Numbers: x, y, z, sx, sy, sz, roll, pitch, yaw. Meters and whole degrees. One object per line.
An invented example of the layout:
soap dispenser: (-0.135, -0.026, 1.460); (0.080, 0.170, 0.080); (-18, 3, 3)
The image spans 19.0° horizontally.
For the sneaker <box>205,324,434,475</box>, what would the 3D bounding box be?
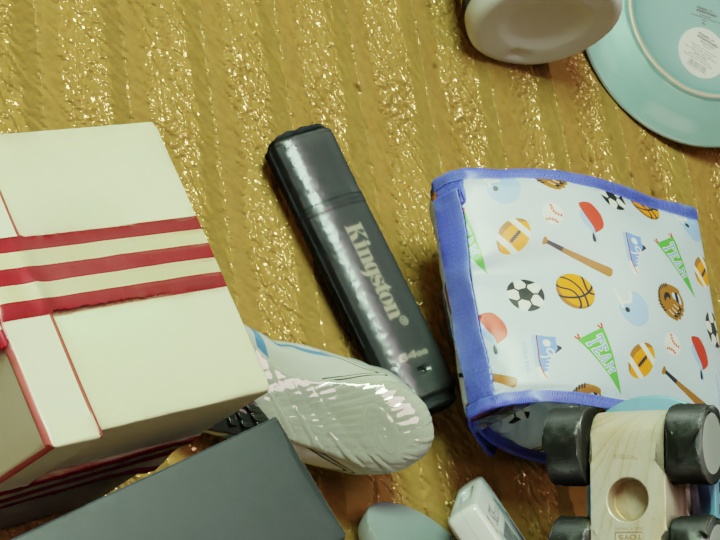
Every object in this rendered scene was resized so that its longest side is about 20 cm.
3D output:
sneaker: (-0.054, 0.070, 1.252); (0.199, 0.072, 0.072); (21, 79, -14)

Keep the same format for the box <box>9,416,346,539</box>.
box: (-0.126, 0.162, 1.068); (0.200, 0.141, 0.079); (-22, 79, -46)

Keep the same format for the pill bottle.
pill bottle: (0.116, -0.261, 1.557); (0.114, 0.114, 0.201); (11, 57, -35)

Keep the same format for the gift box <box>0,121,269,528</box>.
gift box: (-0.193, 0.026, 1.078); (0.186, 0.184, 0.201); (-12, 68, -53)

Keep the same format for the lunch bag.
lunch bag: (0.127, 0.032, 1.377); (0.199, 0.124, 0.171); (14, 57, -42)

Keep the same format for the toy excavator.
toy excavator: (0.194, 0.177, 1.306); (0.200, 0.099, 0.196); (17, 71, -61)

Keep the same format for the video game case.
video game case: (0.117, 0.213, 1.246); (0.201, 0.023, 0.182); (56, 4, 3)

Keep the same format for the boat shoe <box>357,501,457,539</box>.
boat shoe: (0.040, 0.227, 1.226); (0.071, 0.091, 0.200); (8, 33, -37)

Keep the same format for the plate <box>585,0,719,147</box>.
plate: (0.260, -0.193, 1.647); (0.199, 0.026, 0.201); (5, 75, -20)

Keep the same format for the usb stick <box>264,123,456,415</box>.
usb stick: (0.000, 0.000, 1.353); (0.055, 0.033, 0.201); (-15, 75, -45)
